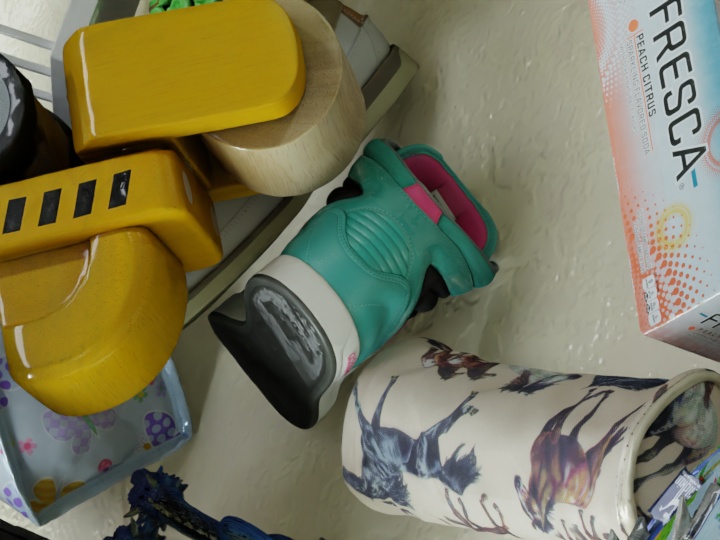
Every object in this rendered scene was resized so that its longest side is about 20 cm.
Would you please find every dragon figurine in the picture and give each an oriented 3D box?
[{"bbox_3d":[-0.038,0.144,1.269,0.200,0.099,0.059,27,97,52],"label":"dragon figurine"}]

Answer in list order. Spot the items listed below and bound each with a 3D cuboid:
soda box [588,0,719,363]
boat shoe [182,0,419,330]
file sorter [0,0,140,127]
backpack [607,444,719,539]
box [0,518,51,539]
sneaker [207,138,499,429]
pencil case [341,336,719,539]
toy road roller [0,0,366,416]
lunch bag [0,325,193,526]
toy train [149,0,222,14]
[{"bbox_3d":[0.144,-0.066,1.163,0.068,0.064,0.200,-32,53,39],"label":"soda box"},{"bbox_3d":[-0.055,-0.048,1.320,0.200,0.068,0.075,-52,8,-32],"label":"boat shoe"},{"bbox_3d":[-0.178,-0.158,1.457,0.200,0.124,0.139,114,174,-77],"label":"file sorter"},{"bbox_3d":[0.146,0.145,0.977,0.200,0.163,0.154,-61,26,-4],"label":"backpack"},{"bbox_3d":[-0.153,0.217,1.233,0.198,0.050,0.200,17,67,47],"label":"box"},{"bbox_3d":[0.000,0.000,1.301,0.121,0.084,0.200,-39,-1,-15],"label":"sneaker"},{"bbox_3d":[0.075,0.072,1.181,0.200,0.089,0.078,5,108,52],"label":"pencil case"},{"bbox_3d":[-0.092,-0.023,1.208,0.200,0.123,0.146,-13,76,5],"label":"toy road roller"},{"bbox_3d":[-0.192,0.004,1.432,0.170,0.127,0.200,23,132,51],"label":"lunch bag"},{"bbox_3d":[-0.048,-0.142,1.299,0.200,0.042,0.056,-20,66,61],"label":"toy train"}]
